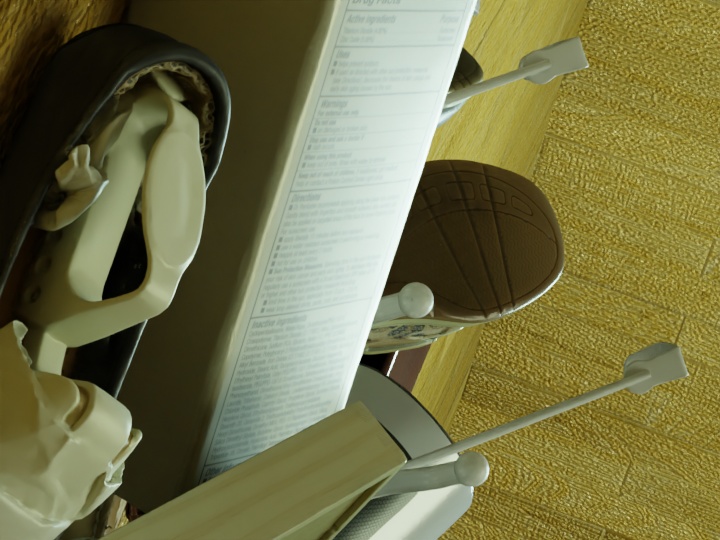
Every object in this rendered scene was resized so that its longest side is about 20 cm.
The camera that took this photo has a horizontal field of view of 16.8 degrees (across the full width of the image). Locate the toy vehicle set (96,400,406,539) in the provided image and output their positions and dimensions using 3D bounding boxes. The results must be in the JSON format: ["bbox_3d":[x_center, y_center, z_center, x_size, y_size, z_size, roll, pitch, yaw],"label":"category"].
[{"bbox_3d":[-0.080,0.115,0.751,0.200,0.027,0.124,-25,161,-52],"label":"toy vehicle set"}]

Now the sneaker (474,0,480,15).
[{"bbox_3d":[0.018,-0.164,1.076,0.200,0.071,0.080,11,83,-81],"label":"sneaker"}]

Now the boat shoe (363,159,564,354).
[{"bbox_3d":[0.000,0.000,1.033,0.063,0.200,0.073,-24,-101,53],"label":"boat shoe"}]

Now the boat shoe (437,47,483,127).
[{"bbox_3d":[-0.012,-0.069,1.046,0.066,0.072,0.201,-59,166,24],"label":"boat shoe"}]

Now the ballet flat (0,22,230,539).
[{"bbox_3d":[-0.086,0.018,0.679,0.073,0.073,0.200,92,17,-70],"label":"ballet flat"}]

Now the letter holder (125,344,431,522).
[{"bbox_3d":[-0.023,0.016,1.098,0.142,0.100,0.200,96,15,-58],"label":"letter holder"}]

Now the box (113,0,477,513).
[{"bbox_3d":[-0.038,-0.024,0.820,0.095,0.078,0.200,-6,119,-57],"label":"box"}]

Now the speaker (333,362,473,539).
[{"bbox_3d":[-0.051,0.129,0.972,0.200,0.081,0.081,-40,161,-22],"label":"speaker"}]

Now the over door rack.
[{"bbox_3d":[0.032,0.003,0.939,0.067,0.200,0.148,-6,-77,64],"label":"over door rack"}]

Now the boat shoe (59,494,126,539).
[{"bbox_3d":[-0.108,0.134,0.883,0.074,0.066,0.200,91,20,-71],"label":"boat shoe"}]
